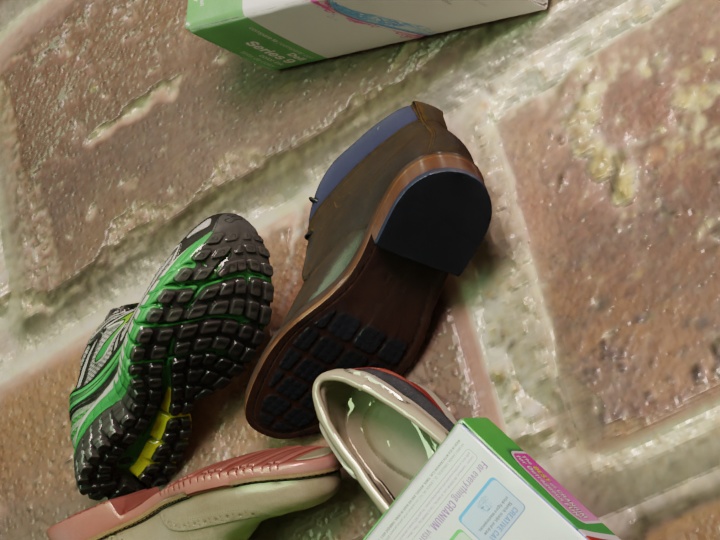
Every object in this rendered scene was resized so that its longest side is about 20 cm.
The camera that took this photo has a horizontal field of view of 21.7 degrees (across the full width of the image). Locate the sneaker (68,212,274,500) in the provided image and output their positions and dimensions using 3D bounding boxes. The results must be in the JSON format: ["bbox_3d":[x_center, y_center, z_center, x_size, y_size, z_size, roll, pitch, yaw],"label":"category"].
[{"bbox_3d":[-0.120,0.039,1.068,0.200,0.078,0.085,-54,45,31],"label":"sneaker"}]

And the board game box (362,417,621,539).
[{"bbox_3d":[0.078,0.189,0.866,0.200,0.040,0.153,43,103,19],"label":"board game box"}]

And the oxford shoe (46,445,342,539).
[{"bbox_3d":[-0.084,0.147,1.042,0.200,0.071,0.074,-22,83,34],"label":"oxford shoe"}]

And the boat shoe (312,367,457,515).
[{"bbox_3d":[0.047,0.119,0.941,0.071,0.063,0.200,-50,53,11],"label":"boat shoe"}]

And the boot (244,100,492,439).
[{"bbox_3d":[0.000,0.000,1.031,0.200,0.075,0.097,-51,26,25],"label":"boot"}]

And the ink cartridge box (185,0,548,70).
[{"bbox_3d":[0.006,-0.208,1.066,0.200,0.087,0.145,-10,70,38],"label":"ink cartridge box"}]
